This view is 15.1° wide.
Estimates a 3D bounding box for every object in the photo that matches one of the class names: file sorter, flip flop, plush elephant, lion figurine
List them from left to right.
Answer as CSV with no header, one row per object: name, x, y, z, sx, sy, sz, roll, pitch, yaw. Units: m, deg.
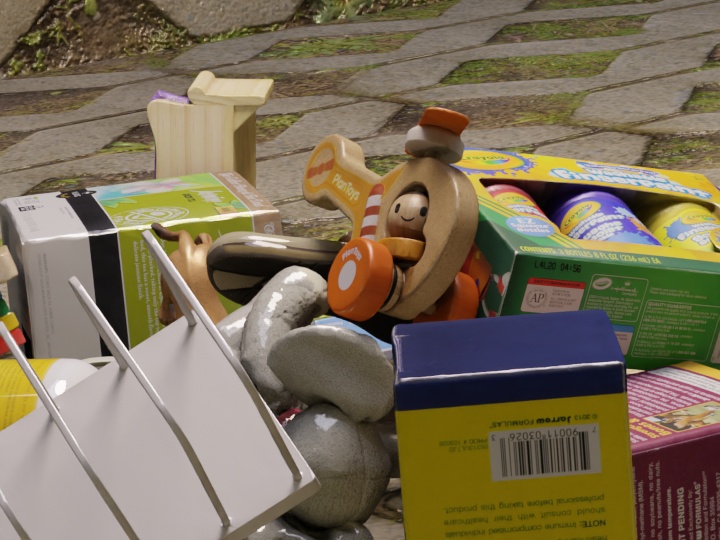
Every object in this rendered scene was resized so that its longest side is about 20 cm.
file sorter,-0.150,0.094,1.446,0.200,0.125,0.139,-32,56,-7
lion figurine,-0.102,0.044,1.851,0.072,0.200,0.123,-27,-10,-6
plush elephant,-0.035,0.100,1.592,0.155,0.165,0.200,21,12,23
flip flop,0.000,0.000,1.719,0.199,0.081,0.058,10,50,-12

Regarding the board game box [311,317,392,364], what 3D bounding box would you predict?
board game box,0.037,0.050,1.925,0.200,0.037,0.151,-10,-11,-22

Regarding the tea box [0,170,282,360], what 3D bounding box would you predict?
tea box,-0.166,0.011,2.080,0.196,0.134,0.200,-7,12,-12

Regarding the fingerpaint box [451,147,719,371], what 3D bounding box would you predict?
fingerpaint box,0.147,-0.007,1.649,0.200,0.074,0.167,6,23,-21

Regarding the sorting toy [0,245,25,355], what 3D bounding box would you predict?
sorting toy,-0.326,0.058,1.927,0.198,0.070,0.200,-26,5,-6

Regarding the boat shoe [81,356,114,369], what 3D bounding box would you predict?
boat shoe,-0.218,0.107,1.822,0.201,0.072,0.060,-11,12,4

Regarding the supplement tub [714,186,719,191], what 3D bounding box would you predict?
supplement tub,0.253,0.015,1.841,0.199,0.146,0.145,0,12,-6

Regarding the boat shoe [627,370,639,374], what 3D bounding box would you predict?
boat shoe,0.232,0.093,1.731,0.200,0.072,0.072,0,24,27

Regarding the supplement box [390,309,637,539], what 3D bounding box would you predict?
supplement box,0.075,0.131,1.295,0.109,0.201,0.109,-5,12,1

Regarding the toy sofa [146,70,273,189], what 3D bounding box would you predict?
toy sofa,-0.122,-0.060,2.233,0.097,0.201,0.083,1,13,4

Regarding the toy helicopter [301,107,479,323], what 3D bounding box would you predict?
toy helicopter,0.015,-0.046,1.613,0.079,0.133,0.200,19,10,-28

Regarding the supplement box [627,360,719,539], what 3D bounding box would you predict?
supplement box,0.142,0.127,1.511,0.200,0.103,0.131,-11,15,-26

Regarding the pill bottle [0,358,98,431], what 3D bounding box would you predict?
pill bottle,-0.217,0.112,1.697,0.199,0.112,0.112,-2,13,15
